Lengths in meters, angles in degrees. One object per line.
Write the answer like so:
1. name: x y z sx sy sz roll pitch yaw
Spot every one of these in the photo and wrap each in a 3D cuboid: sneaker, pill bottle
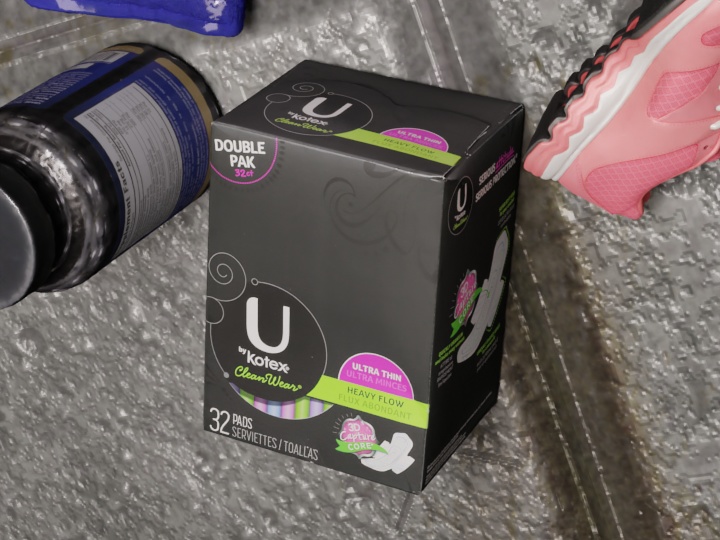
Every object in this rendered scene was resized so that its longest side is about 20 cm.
1. sneaker: 0.174 -0.104 1.105 0.087 0.074 0.200 36 129 -8
2. pill bottle: -0.173 -0.055 1.221 0.111 0.200 0.113 12 118 23

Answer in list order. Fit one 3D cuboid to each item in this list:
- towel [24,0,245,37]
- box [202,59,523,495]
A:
1. towel: -0.130 -0.243 1.210 0.147 0.050 0.201 11 117 16
2. box: 0.000 0.000 1.200 0.148 0.124 0.201 14 118 20
